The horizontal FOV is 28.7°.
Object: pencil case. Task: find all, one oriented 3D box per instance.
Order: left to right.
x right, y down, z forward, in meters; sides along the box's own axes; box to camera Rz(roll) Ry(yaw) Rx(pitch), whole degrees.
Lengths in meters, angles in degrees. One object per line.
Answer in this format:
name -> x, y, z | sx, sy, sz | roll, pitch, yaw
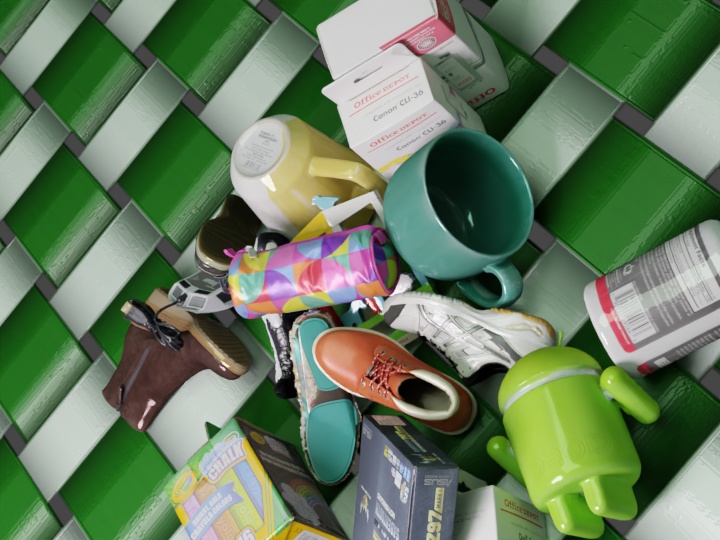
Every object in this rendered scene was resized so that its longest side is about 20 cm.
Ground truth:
pencil case -> -0.056, 0.001, 1.578 | 0.199, 0.088, 0.089 | -9, 65, 20

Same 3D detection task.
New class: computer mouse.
computer mouse -> -0.194, 0.037, 1.731 | 0.109, 0.200, 0.044 | 22, 127, 38

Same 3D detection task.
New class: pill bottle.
pill bottle -> 0.333, 0.018, 1.399 | 0.199, 0.111, 0.111 | -29, 56, 19

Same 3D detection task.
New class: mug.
mug -> -0.064, -0.119, 1.694 | 0.186, 0.153, 0.150 | -25, 54, 21
mug -> 0.100, -0.051, 1.556 | 0.114, 0.151, 0.186 | -33, 46, 52

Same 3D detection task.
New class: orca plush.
orca plush -> -0.083, 0.047, 1.660 | 0.071, 0.105, 0.201 | -18, 61, 43

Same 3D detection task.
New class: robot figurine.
robot figurine -> 0.208, 0.164, 1.412 | 0.175, 0.115, 0.201 | -38, 55, 30

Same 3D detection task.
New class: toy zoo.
toy zoo -> 0.000, 0.000, 1.619 | 0.131, 0.020, 0.201 | -32, 89, 18

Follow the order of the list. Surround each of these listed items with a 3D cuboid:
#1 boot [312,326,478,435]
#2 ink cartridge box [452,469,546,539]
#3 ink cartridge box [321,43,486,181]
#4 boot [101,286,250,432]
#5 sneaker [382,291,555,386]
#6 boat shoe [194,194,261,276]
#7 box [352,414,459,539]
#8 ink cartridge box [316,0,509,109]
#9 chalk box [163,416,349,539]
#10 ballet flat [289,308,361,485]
boot -> 0.030, 0.112, 1.521 | 0.199, 0.107, 0.075 | 24, 87, 17
ink cartridge box -> 0.137, 0.289, 1.405 | 0.067, 0.117, 0.201 | -19, 61, 28
ink cartridge box -> 0.056, -0.167, 1.608 | 0.116, 0.200, 0.068 | -29, 56, 20
boot -> -0.233, 0.133, 1.768 | 0.200, 0.072, 0.167 | 34, 102, 37
sneaker -> 0.109, 0.079, 1.531 | 0.199, 0.076, 0.088 | 11, 81, 25
boat shoe -> -0.168, -0.031, 1.739 | 0.066, 0.071, 0.201 | -59, 7, 23
box -> 0.042, 0.247, 1.432 | 0.200, 0.051, 0.159 | -145, 58, -73
ink cartridge box -> 0.066, -0.248, 1.639 | 0.146, 0.200, 0.083 | -29, 60, 20
chalk box -> -0.129, 0.259, 1.593 | 0.124, 0.124, 0.200 | -44, 51, 9
ballet flat -> -0.039, 0.143, 1.613 | 0.075, 0.064, 0.201 | -5, 91, -4
